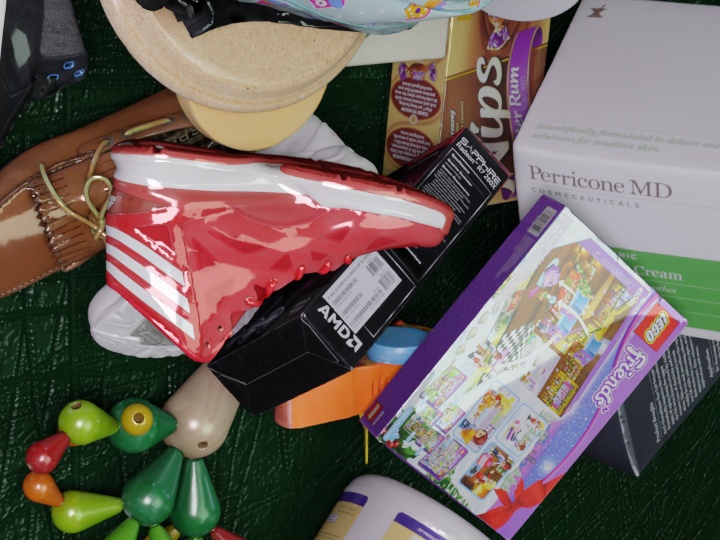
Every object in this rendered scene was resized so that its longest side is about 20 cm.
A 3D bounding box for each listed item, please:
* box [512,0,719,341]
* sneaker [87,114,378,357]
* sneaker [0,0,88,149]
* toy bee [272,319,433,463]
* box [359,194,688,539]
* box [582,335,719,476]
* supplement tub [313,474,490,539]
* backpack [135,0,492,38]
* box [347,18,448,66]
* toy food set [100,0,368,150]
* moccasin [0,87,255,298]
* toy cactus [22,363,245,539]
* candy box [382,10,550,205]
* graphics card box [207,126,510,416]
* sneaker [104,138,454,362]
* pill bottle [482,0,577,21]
[{"bbox_3d":[0.238,-0.077,1.199,0.200,0.198,0.172,-61,150,-41],"label":"box"},{"bbox_3d":[-0.088,-0.025,1.002,0.199,0.100,0.078,-33,143,-4],"label":"sneaker"},{"bbox_3d":[-0.196,-0.079,0.860,0.111,0.073,0.201,-5,106,-45],"label":"sneaker"},{"bbox_3d":[0.022,0.075,1.155,0.199,0.109,0.132,16,99,-24],"label":"toy bee"},{"bbox_3d":[0.113,0.068,1.105,0.137,0.039,0.200,40,90,-25],"label":"box"},{"bbox_3d":[0.208,0.045,1.300,0.200,0.147,0.105,-43,132,-27],"label":"box"},{"bbox_3d":[0.005,0.264,1.155,0.201,0.145,0.146,-56,137,-17],"label":"supplement tub"},{"bbox_3d":[-0.005,-0.190,0.821,0.199,0.126,0.168,12,84,-39],"label":"backpack"},{"bbox_3d":[-0.031,-0.171,1.014,0.199,0.068,0.083,-11,111,-46],"label":"box"},{"bbox_3d":[-0.063,-0.183,0.887,0.200,0.049,0.199,42,71,-31],"label":"toy food set"},{"bbox_3d":[-0.142,-0.042,0.926,0.201,0.078,0.074,-28,126,-31],"label":"moccasin"},{"bbox_3d":[-0.119,0.124,1.020,0.200,0.102,0.166,53,55,-35],"label":"toy cactus"},{"bbox_3d":[0.078,-0.146,1.154,0.116,0.056,0.201,-10,110,-46],"label":"candy box"},{"bbox_3d":[0.000,0.000,1.037,0.051,0.125,0.200,48,54,-11],"label":"graphics card box"},{"bbox_3d":[-0.050,-0.005,0.910,0.199,0.078,0.116,9,99,-15],"label":"sneaker"},{"bbox_3d":[0.111,-0.265,1.049,0.111,0.110,0.201,45,43,-46],"label":"pill bottle"}]
